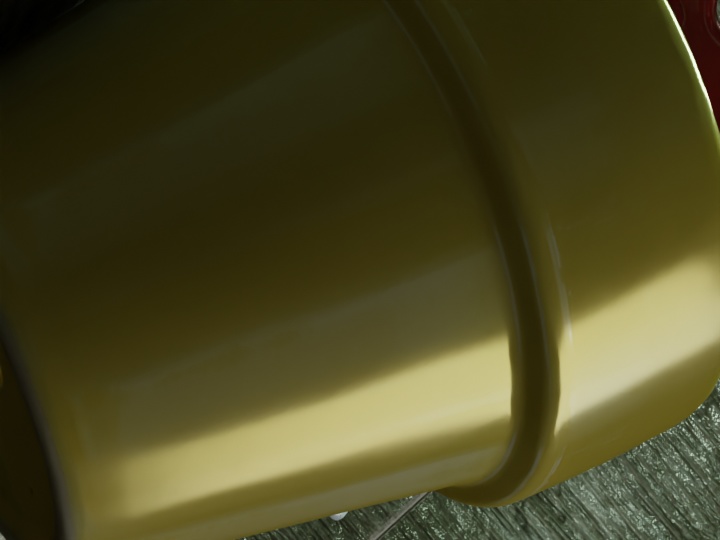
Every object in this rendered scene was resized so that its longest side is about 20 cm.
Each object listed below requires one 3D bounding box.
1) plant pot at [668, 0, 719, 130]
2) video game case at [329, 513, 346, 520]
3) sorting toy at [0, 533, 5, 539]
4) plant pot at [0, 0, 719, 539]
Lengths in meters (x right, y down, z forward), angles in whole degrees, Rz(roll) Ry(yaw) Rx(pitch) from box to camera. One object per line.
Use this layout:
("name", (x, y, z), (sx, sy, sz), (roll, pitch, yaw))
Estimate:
("plant pot", (0.174, -0.099, 1.034), (0.200, 0.183, 0.200), (-6, 176, 0))
("video game case", (-0.009, 0.011, 1.226), (0.200, 0.182, 0.023), (-52, 139, -2))
("sorting toy", (-0.115, 0.057, 0.873), (0.200, 0.107, 0.180), (-44, 156, 2))
("plant pot", (-0.028, -0.011, 0.626), (0.188, 0.201, 0.201), (-24, 175, -23))
